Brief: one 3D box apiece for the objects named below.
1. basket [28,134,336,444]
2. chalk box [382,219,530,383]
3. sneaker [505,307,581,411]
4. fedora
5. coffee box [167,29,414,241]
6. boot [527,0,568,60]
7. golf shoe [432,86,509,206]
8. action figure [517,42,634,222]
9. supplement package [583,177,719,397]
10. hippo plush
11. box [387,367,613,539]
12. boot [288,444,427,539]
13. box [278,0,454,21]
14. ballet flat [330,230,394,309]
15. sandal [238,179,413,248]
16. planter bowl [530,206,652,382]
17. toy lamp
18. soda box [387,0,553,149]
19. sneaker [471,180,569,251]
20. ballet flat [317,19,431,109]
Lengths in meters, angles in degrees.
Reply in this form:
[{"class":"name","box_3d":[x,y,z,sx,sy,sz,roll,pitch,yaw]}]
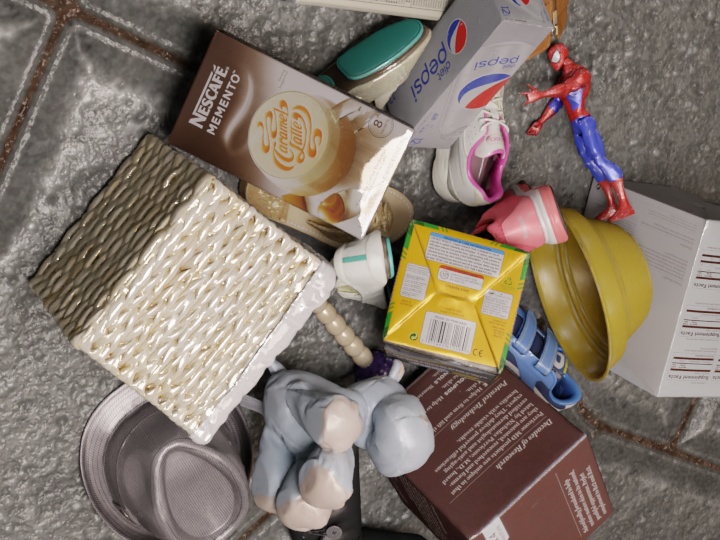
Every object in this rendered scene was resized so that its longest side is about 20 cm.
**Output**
[{"class":"basket","box_3d":[-0.163,0.009,1.121,0.200,0.198,0.161,-50,122,-4]},{"class":"chalk box","box_3d":[0.094,0.039,1.271,0.123,0.200,0.125,14,82,3]},{"class":"sneaker","box_3d":[0.189,0.088,1.413,0.201,0.082,0.074,57,46,-36]},{"class":"fedora","box_3d":[-0.179,0.205,1.244,0.176,0.090,0.202,-30,120,-18]},{"class":"coffee box","box_3d":[-0.063,-0.125,1.143,0.198,0.080,0.115,25,99,-3]},{"class":"boot","box_3d":[0.207,-0.324,1.295,0.200,0.076,0.156,-43,133,-26]},{"class":"golf shoe","box_3d":[0.128,-0.163,1.294,0.075,0.091,0.202,-6,109,-27]},{"class":"action figure","box_3d":[0.223,-0.144,1.359,0.098,0.065,0.202,-18,96,-11]},{"class":"supplement package","box_3d":[0.354,0.018,1.428,0.146,0.191,0.202,4,106,-32]},{"class":"hippo plush","box_3d":[-0.019,0.170,1.251,0.159,0.200,0.161,5,109,-35]},{"class":"box","box_3d":[0.138,0.217,1.351,0.164,0.200,0.167,-40,137,-12]},{"class":"boot","box_3d":[-0.005,0.254,1.369,0.163,0.066,0.202,-12,111,-12]},{"class":"box","box_3d":[0.013,-0.292,1.184,0.198,0.078,0.096,1,104,-30]},{"class":"ballet flat","box_3d":[0.000,0.000,1.241,0.069,0.200,0.070,0,81,2]},{"class":"sandal","box_3d":[-0.019,-0.056,1.257,0.210,0.070,0.078,13,101,-33]},{"class":"planter bowl","box_3d":[0.257,0.012,1.337,0.083,0.201,0.202,-17,116,-10]},{"class":"toy lamp","box_3d":[-0.035,0.048,1.295,0.058,0.058,0.200,-44,123,-10]},{"class":"soda box","box_3d":[0.100,-0.201,1.207,0.063,0.069,0.200,0,150,-31]},{"class":"sneaker","box_3d":[0.151,-0.049,1.303,0.086,0.200,0.074,-20,91,-5]},{"class":"ballet flat","box_3d":[-0.013,-0.173,1.219,0.199,0.068,0.063,-31,132,1]}]
